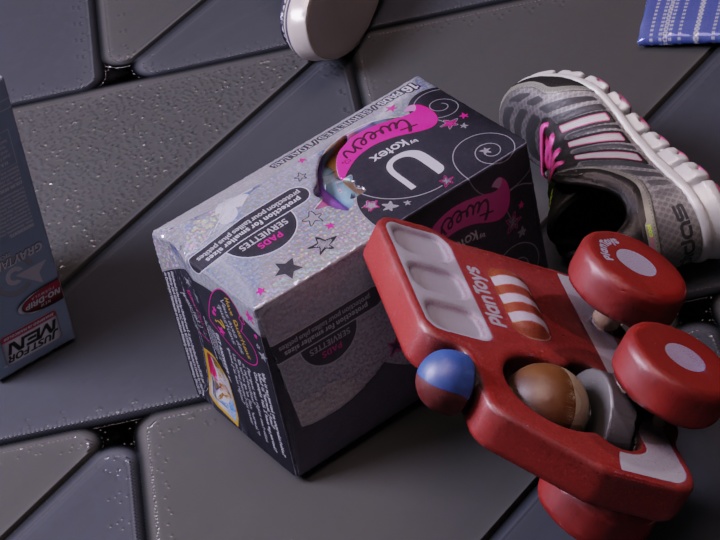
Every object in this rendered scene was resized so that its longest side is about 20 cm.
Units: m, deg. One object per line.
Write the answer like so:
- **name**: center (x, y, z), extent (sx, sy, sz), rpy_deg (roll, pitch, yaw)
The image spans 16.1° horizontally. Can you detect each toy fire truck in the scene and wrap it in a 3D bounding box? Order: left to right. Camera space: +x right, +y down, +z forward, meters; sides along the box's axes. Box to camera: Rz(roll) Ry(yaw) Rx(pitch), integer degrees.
- **toy fire truck**: center (0.093, 0.054, 1.362), extent (0.167, 0.113, 0.201), rpy_deg (14, 31, -24)

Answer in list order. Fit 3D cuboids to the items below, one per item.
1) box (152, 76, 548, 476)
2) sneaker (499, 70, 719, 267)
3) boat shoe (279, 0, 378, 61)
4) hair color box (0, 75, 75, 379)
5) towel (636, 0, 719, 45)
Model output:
- **box**: center (0.000, 0.000, 1.491), extent (0.199, 0.133, 0.115), rpy_deg (-32, 41, -23)
- **sneaker**: center (0.138, -0.057, 1.572), extent (0.087, 0.074, 0.200), rpy_deg (-24, 45, -25)
- **boat shoe**: center (-0.037, -0.210, 1.816), extent (0.092, 0.075, 0.200), rpy_deg (0, 32, 24)
- **hair color box**: center (-0.242, -0.043, 1.551), extent (0.060, 0.201, 0.099), rpy_deg (-30, 42, -22)
- **towel**: center (0.299, -0.198, 1.752), extent (0.198, 0.024, 0.145), rpy_deg (1, 43, 18)
